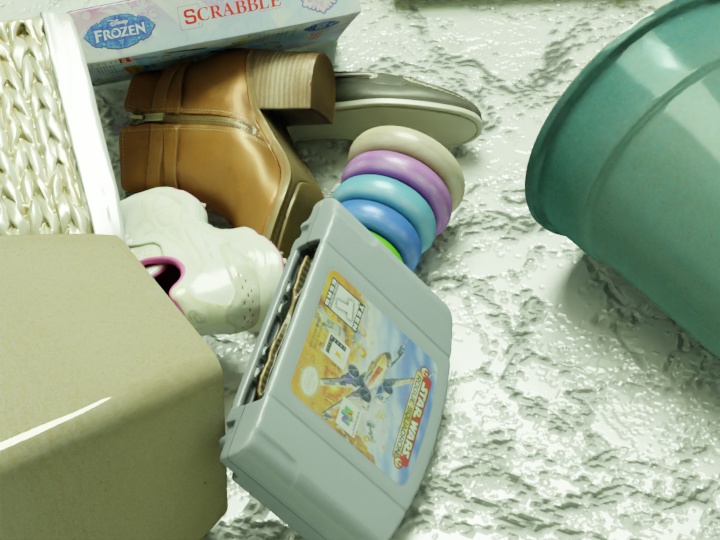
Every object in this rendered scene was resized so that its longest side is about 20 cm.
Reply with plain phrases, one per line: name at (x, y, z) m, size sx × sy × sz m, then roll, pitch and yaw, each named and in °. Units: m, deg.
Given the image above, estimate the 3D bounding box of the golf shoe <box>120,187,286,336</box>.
golf shoe at (-0.131, -0.005, 1.179) m, size 0.091 × 0.075 × 0.200 m, roll -15°, pitch 22°, yaw -34°

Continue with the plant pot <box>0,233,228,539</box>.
plant pot at (-0.186, 0.092, 1.046) m, size 0.177 × 0.200 × 0.200 m, roll -23°, pitch 48°, yaw -25°

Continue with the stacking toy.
stacking toy at (0.000, 0.000, 1.194) m, size 0.085 × 0.085 × 0.200 m, roll 12°, pitch 53°, yaw 18°

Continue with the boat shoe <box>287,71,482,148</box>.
boat shoe at (-0.009, -0.126, 1.319) m, size 0.200 × 0.067 × 0.057 m, roll 1°, pitch 62°, yaw 11°

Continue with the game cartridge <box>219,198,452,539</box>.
game cartridge at (-0.006, 0.069, 1.087) m, size 0.042 × 0.133 × 0.200 m, roll -25°, pitch 35°, yaw 42°

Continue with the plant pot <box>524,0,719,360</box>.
plant pot at (0.240, -0.038, 1.133) m, size 0.200 × 0.200 × 0.196 m, roll -27°, pitch 57°, yaw -20°

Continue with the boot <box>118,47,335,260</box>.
boot at (-0.104, -0.062, 1.256) m, size 0.155 × 0.077 × 0.200 m, roll -2°, pitch 76°, yaw 24°

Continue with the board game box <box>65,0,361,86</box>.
board game box at (-0.108, -0.178, 1.319) m, size 0.199 × 0.041 × 0.200 m, roll -11°, pitch 3°, yaw -6°

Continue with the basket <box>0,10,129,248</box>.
basket at (-0.235, -0.053, 1.173) m, size 0.123 × 0.136 × 0.200 m, roll -5°, pitch 58°, yaw -20°
